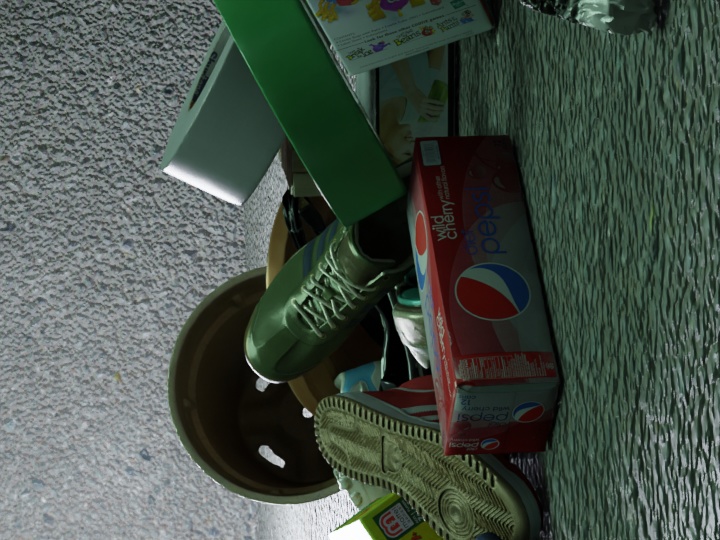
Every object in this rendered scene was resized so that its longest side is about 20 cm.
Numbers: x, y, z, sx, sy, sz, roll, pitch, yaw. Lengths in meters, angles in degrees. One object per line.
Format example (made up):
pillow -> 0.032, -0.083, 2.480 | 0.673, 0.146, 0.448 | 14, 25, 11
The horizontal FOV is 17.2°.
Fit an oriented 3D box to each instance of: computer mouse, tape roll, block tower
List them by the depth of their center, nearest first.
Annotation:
tape roll -> -0.038, -0.125, 1.506 | 0.201, 0.048, 0.200 | 61, -178, -4
tape roll -> -0.074, -0.149, 1.730 | 0.201, 0.066, 0.200 | -62, 9, 17
block tower -> -0.031, -0.096, 1.770 | 0.200, 0.057, 0.054 | -122, 30, -78
computer mouse -> 0.000, 0.000, 1.792 | 0.200, 0.034, 0.059 | 47, -138, -46

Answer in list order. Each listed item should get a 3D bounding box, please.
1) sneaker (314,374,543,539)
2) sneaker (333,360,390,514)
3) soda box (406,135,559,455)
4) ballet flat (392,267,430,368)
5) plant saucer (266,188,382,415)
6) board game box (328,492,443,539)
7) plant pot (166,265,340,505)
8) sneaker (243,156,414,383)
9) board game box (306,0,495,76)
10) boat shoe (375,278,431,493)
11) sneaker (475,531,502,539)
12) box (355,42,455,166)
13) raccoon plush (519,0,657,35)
sneaker -> 0.072, 0.114, 1.490 | 0.200, 0.112, 0.072 | 26, 120, 48
sneaker -> 0.020, 0.164, 1.806 | 0.077, 0.080, 0.201 | -128, 36, -75
soda box -> 0.071, 0.013, 1.427 | 0.070, 0.063, 0.201 | 96, 170, -48
ballet flat -> 0.057, 0.035, 1.574 | 0.200, 0.067, 0.063 | -70, -28, -83
plant saucer -> -0.009, 0.018, 1.844 | 0.200, 0.032, 0.202 | 13, -105, -61
board game box -> 0.034, 0.206, 1.646 | 0.102, 0.048, 0.200 | 54, 169, 4
plant pot -> -0.054, 0.109, 2.045 | 0.184, 0.199, 0.202 | 66, -160, -78
sneaker -> -0.007, -0.006, 1.590 | 0.067, 0.200, 0.090 | 45, -178, 3
board game box -> -0.001, -0.234, 1.479 | 0.200, 0.104, 0.103 | 58, -161, -49
boat shoe -> 0.028, 0.086, 1.709 | 0.073, 0.062, 0.201 | 3, 94, 55
sneaker -> 0.065, 0.245, 1.411 | 0.074, 0.082, 0.201 | -126, 30, -50
box -> 0.031, -0.132, 1.718 | 0.117, 0.060, 0.201 | -118, 28, -75
raccoon plush -> 0.105, -0.197, 1.170 | 0.200, 0.096, 0.135 | 26, 107, 49
